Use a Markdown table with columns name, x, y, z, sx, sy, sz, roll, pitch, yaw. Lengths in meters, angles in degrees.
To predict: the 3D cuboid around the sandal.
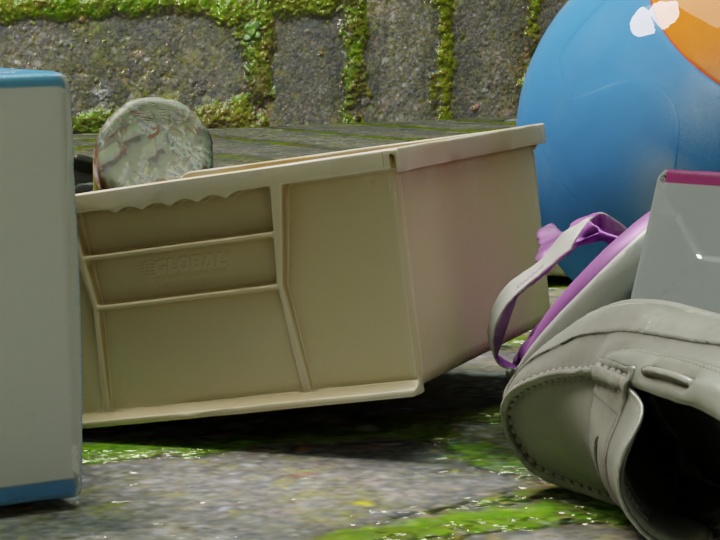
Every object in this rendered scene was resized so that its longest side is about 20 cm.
| name | x | y | z | sx | sy | sz | roll | pitch | yaw |
| --- | --- | --- | --- | --- | --- | --- | --- | --- | --- |
| sandal | 0.078 | 0.009 | 0.814 | 0.082 | 0.050 | 0.203 | -41 | -8 | -15 |

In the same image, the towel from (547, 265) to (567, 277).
| name | x | y | z | sx | sy | sz | roll | pitch | yaw |
| --- | --- | --- | --- | --- | --- | --- | --- | --- | --- |
| towel | 0.092 | -0.018 | 1.362 | 0.132 | 0.035 | 0.200 | -3 | 8 | -7 |

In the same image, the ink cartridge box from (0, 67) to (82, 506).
| name | x | y | z | sx | sy | sz | roll | pitch | yaw |
| --- | --- | --- | --- | --- | --- | --- | --- | --- | --- |
| ink cartridge box | -0.202 | 0.001 | 0.758 | 0.146 | 0.147 | 0.200 | -5 | 8 | -26 |

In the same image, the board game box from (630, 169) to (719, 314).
| name | x | y | z | sx | sy | sz | roll | pitch | yaw |
| --- | --- | --- | --- | --- | --- | --- | --- | --- | --- |
| board game box | 0.213 | 0.019 | 0.709 | 0.199 | 0.065 | 0.147 | 15 | -4 | -37 |

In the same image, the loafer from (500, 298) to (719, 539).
| name | x | y | z | sx | sy | sz | roll | pitch | yaw |
| --- | --- | --- | --- | --- | --- | --- | --- | --- | --- |
| loafer | 0.098 | 0.050 | 0.646 | 0.070 | 0.070 | 0.200 | -39 | 12 | -26 |

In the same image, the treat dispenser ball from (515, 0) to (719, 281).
| name | x | y | z | sx | sy | sz | roll | pitch | yaw |
| --- | --- | --- | --- | --- | --- | --- | --- | --- | --- |
| treat dispenser ball | 0.176 | -0.065 | 1.039 | 0.200 | 0.202 | 0.201 | -1 | 7 | 0 |

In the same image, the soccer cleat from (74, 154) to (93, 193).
| name | x | y | z | sx | sy | sz | roll | pitch | yaw |
| --- | --- | --- | --- | --- | --- | --- | --- | --- | --- |
| soccer cleat | -0.281 | -0.040 | 1.547 | 0.199 | 0.065 | 0.084 | -8 | -21 | -22 |

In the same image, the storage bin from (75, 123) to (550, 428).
| name | x | y | z | sx | sy | sz | roll | pitch | yaw |
| --- | --- | --- | --- | --- | --- | --- | --- | --- | --- |
| storage bin | -0.037 | 0.000 | 0.894 | 0.198 | 0.094 | 0.200 | -6 | 5 | 21 |

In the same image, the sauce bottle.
| name | x | y | z | sx | sy | sz | roll | pitch | yaw |
| --- | --- | --- | --- | --- | --- | --- | --- | --- | --- |
| sauce bottle | -0.114 | -0.032 | 1.154 | 0.064 | 0.065 | 0.200 | -1 | -17 | -6 |
